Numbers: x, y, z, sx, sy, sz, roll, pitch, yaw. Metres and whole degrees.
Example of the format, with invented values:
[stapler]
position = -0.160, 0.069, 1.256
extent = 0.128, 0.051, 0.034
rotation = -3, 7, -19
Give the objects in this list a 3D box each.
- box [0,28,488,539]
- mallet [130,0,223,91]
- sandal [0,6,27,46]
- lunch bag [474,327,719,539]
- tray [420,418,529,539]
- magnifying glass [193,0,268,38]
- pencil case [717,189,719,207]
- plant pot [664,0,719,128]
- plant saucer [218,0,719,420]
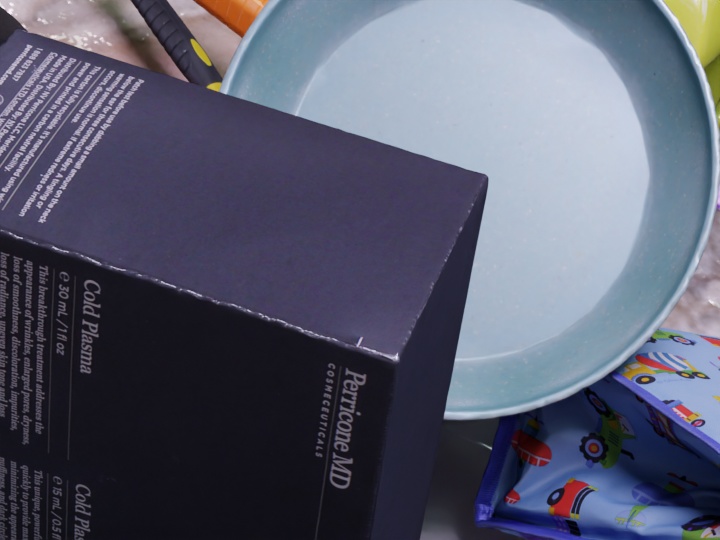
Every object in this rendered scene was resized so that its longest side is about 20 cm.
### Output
[box]
position = -0.065, 0.044, 0.762
extent = 0.181, 0.201, 0.104
rotation = 19, 42, 11
[mallet]
position = -0.071, -0.078, 0.991
extent = 0.200, 0.041, 0.066
rotation = 50, 31, 19
[sandal]
position = -0.130, -0.052, 0.895
extent = 0.075, 0.045, 0.201
rotation = -8, 59, -46
[lunch bag]
position = 0.165, 0.083, 0.825
extent = 0.149, 0.095, 0.200
rotation = 9, 3, -31
[tray]
position = 0.016, 0.117, 0.876
extent = 0.107, 0.022, 0.200
rotation = 29, 44, 4
[magnifying glass]
position = -0.007, -0.088, 1.004
extent = 0.199, 0.080, 0.022
rotation = 37, 38, 10
[pencil case]
position = 0.056, -0.062, 0.910
extent = 0.199, 0.086, 0.084
rotation = 28, 49, 2
[plant pot]
position = 0.105, -0.136, 1.036
extent = 0.198, 0.182, 0.200
rotation = 36, 47, 12
[plant saucer]
position = 0.041, -0.040, 0.836
extent = 0.198, 0.036, 0.202
rotation = -1, 81, 6
